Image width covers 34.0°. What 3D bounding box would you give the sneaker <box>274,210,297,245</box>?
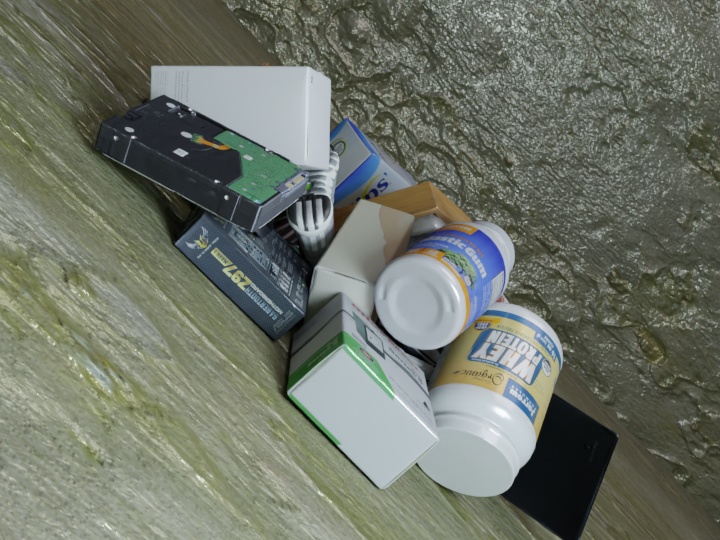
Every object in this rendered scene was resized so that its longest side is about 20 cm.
[{"bbox_3d":[-0.110,-0.079,1.576,0.200,0.087,0.074,36,14,-49],"label":"sneaker"}]

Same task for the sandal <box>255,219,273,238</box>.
[{"bbox_3d":[-0.121,-0.089,1.393,0.076,0.043,0.200,45,10,-8],"label":"sandal"}]

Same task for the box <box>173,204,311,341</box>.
[{"bbox_3d":[-0.130,-0.017,1.351,0.158,0.051,0.200,45,10,-12],"label":"box"}]

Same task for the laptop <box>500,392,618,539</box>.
[{"bbox_3d":[0.255,0.221,1.562,0.116,0.188,0.200,14,29,1],"label":"laptop"}]

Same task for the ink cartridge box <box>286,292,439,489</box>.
[{"bbox_3d":[0.000,0.121,1.261,0.146,0.084,0.200,46,9,-12],"label":"ink cartridge box"}]

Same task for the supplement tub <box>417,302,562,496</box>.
[{"bbox_3d":[0.151,0.152,1.401,0.145,0.145,0.200,44,46,-18],"label":"supplement tub"}]

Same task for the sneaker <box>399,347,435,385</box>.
[{"bbox_3d":[0.034,0.116,1.471,0.200,0.078,0.099,40,7,-45],"label":"sneaker"}]

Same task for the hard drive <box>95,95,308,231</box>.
[{"bbox_3d":[-0.170,-0.120,1.288,0.200,0.038,0.140,27,28,9],"label":"hard drive"}]

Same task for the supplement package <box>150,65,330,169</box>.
[{"bbox_3d":[-0.146,-0.186,1.449,0.121,0.199,0.120,-8,100,-78],"label":"supplement package"}]

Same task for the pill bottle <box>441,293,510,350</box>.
[{"bbox_3d":[0.136,0.052,1.565,0.200,0.112,0.112,48,6,-43],"label":"pill bottle"}]

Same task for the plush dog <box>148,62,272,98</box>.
[{"bbox_3d":[-0.187,-0.195,1.612,0.200,0.160,0.172,43,34,-27],"label":"plush dog"}]

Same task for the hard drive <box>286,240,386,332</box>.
[{"bbox_3d":[-0.041,0.035,1.574,0.140,0.038,0.200,51,9,22],"label":"hard drive"}]

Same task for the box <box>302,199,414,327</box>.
[{"bbox_3d":[0.000,0.000,1.434,0.078,0.095,0.200,17,31,7],"label":"box"}]

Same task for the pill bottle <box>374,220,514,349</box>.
[{"bbox_3d":[0.107,0.007,1.372,0.112,0.112,0.200,48,34,5],"label":"pill bottle"}]

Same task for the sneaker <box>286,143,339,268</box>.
[{"bbox_3d":[-0.061,-0.074,1.519,0.200,0.075,0.116,-87,170,-53],"label":"sneaker"}]

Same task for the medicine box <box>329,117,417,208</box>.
[{"bbox_3d":[-0.014,-0.099,1.794,0.200,0.182,0.103,36,14,-49],"label":"medicine box"}]

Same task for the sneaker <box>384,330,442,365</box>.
[{"bbox_3d":[0.062,0.109,1.566,0.079,0.079,0.200,55,3,14],"label":"sneaker"}]

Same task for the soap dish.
[{"bbox_3d":[0.052,-0.043,1.603,0.157,0.199,0.081,35,47,-51],"label":"soap dish"}]
